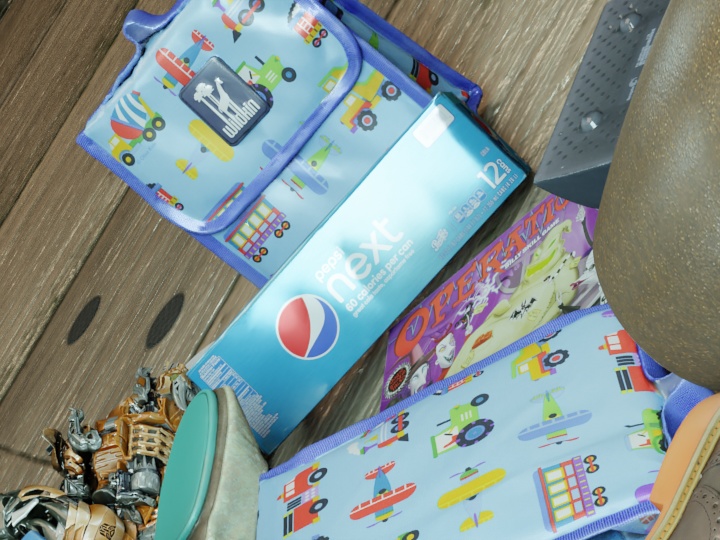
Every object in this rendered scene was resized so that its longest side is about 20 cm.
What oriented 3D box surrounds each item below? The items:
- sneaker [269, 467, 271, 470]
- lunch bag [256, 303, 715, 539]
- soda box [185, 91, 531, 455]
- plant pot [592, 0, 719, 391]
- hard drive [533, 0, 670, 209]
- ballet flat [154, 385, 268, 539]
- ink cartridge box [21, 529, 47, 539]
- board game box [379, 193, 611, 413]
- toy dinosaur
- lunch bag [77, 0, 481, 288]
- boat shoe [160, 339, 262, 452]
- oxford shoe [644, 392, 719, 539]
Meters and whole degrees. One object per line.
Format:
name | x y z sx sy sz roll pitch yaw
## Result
sneaker | -0.050 0.157 0.920 0.088 0.073 0.200 -56 15 14
lunch bag | 0.056 0.098 0.780 0.199 0.094 0.151 -38 22 17
soda box | 0.000 0.000 1.016 0.200 0.064 0.068 -47 -1 9
plant pot | 0.165 -0.046 0.646 0.200 0.186 0.188 -52 16 48
hard drive | 0.172 -0.096 0.820 0.199 0.042 0.136 -20 36 44
ballet flat | -0.062 0.140 0.856 0.068 0.062 0.201 -49 23 40
ink cartridge box | -0.062 0.200 0.696 0.084 0.200 0.145 -47 18 -14
board game box | 0.080 0.020 0.911 0.200 0.032 0.121 -42 20 33
toy dinosaur | -0.151 0.133 0.999 0.134 0.103 0.200 4 35 28
lunch bag | -0.049 -0.088 1.086 0.151 0.199 0.094 -47 22 20
boat shoe | -0.092 0.127 1.076 0.068 0.057 0.201 5 56 30
oxford shoe | 0.119 0.118 0.619 0.073 0.071 0.201 -19 40 51
